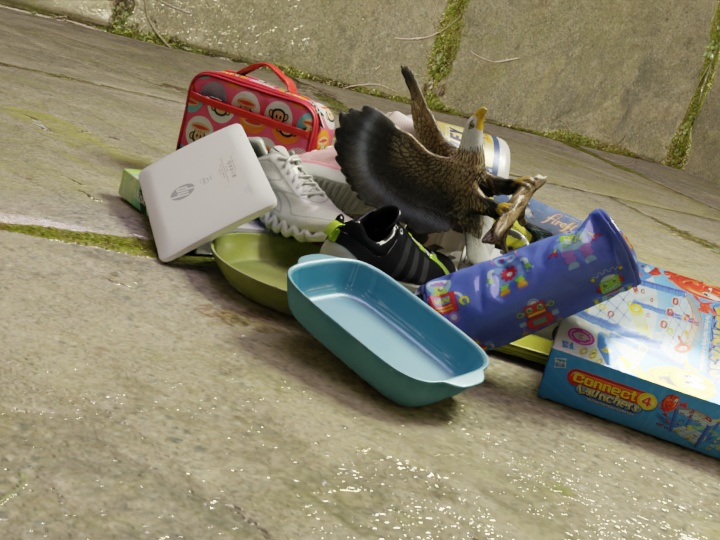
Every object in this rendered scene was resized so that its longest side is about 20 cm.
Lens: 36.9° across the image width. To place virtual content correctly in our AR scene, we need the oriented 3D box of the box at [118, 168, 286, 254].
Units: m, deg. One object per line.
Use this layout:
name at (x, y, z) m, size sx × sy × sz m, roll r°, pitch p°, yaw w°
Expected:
box at (-0.167, -0.064, 1.216) m, size 0.143 × 0.037 × 0.199 m, roll 4°, pitch 18°, yaw -40°

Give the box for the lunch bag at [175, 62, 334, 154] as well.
lunch bag at (-0.133, -0.177, 1.390) m, size 0.198 × 0.179 × 0.082 m, roll 20°, pitch 14°, yaw 19°

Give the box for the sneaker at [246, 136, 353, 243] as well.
sneaker at (-0.079, -0.086, 1.169) m, size 0.199 × 0.082 × 0.075 m, roll 29°, pitch 17°, yaw 36°

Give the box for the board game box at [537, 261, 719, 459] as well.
board game box at (0.283, 0.073, 1.017) m, size 0.193 × 0.056 × 0.200 m, roll 18°, pitch 34°, yaw 11°

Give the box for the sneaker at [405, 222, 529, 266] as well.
sneaker at (0.133, -0.015, 1.321) m, size 0.199 × 0.075 × 0.085 m, roll 19°, pitch -15°, yaw 42°

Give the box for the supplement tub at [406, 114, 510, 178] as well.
supplement tub at (0.110, -0.148, 1.609) m, size 0.197 × 0.146 × 0.145 m, roll 13°, pitch 14°, yaw -9°

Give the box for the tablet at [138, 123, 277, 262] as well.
tablet at (-0.165, -0.087, 1.128) m, size 0.129 × 0.014 × 0.201 m, roll -27°, pitch 35°, yaw -2°

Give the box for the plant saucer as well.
plant saucer at (-0.054, 0.011, 1.066) m, size 0.197 × 0.031 × 0.200 m, roll 16°, pitch 14°, yaw -4°

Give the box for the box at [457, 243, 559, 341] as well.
box at (0.197, 0.034, 1.179) m, size 0.197 × 0.061 × 0.117 m, roll 17°, pitch 17°, yaw 6°

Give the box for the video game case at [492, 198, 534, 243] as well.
video game case at (0.095, -0.088, 1.354) m, size 0.180 × 0.026 × 0.199 m, roll 38°, pitch -16°, yaw -29°

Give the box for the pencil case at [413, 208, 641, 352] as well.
pencil case at (0.151, 0.014, 0.978) m, size 0.198 × 0.078 × 0.087 m, roll -24°, pitch 42°, yaw 8°

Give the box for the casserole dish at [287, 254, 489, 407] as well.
casserole dish at (0.017, 0.053, 0.910) m, size 0.199 × 0.039 × 0.120 m, roll 37°, pitch 28°, yaw 31°

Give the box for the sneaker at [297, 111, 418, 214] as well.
sneaker at (0.003, -0.125, 1.228) m, size 0.198 × 0.106 × 0.076 m, roll 5°, pitch -30°, yaw 27°

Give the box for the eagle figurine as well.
eagle figurine at (0.086, -0.109, 1.106) m, size 0.198 × 0.152 × 0.152 m, roll 27°, pitch -1°, yaw 16°

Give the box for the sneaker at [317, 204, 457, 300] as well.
sneaker at (0.037, -0.019, 1.048) m, size 0.071 × 0.084 × 0.199 m, roll 27°, pitch 18°, yaw 36°

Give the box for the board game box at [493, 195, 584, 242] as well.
board game box at (0.208, -0.046, 1.378) m, size 0.199 × 0.035 × 0.136 m, roll 28°, pitch -20°, yaw 27°

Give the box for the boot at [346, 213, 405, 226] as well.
boot at (-0.032, -0.087, 1.300) m, size 0.198 × 0.097 × 0.074 m, roll 23°, pitch -1°, yaw 16°

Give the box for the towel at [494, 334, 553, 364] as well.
towel at (0.196, 0.086, 1.087) m, size 0.197 × 0.018 × 0.086 m, roll 16°, pitch 9°, yaw 6°
